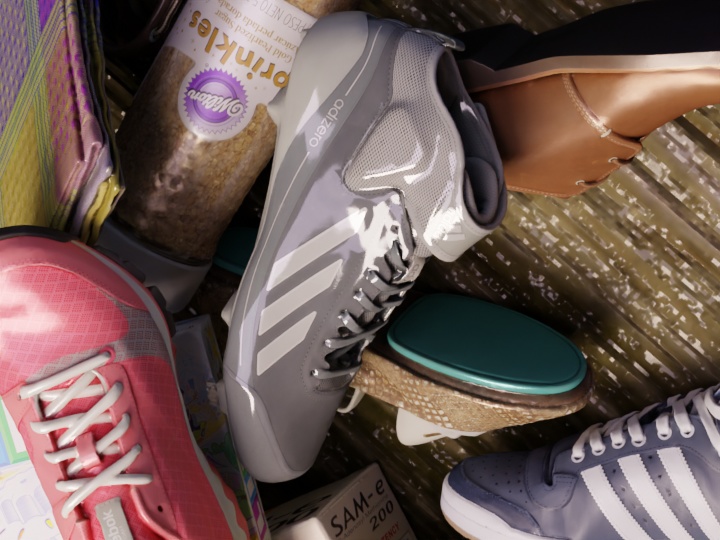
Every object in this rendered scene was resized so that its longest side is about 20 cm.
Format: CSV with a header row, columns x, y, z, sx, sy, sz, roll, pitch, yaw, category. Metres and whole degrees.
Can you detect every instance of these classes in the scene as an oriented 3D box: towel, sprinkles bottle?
x,y,z,sx,sy,sz,roll,pitch,yaw,category
-0.135,-0.083,0.815,0.144,0.023,0.201,124,142,-51,towel
-0.057,-0.080,0.820,0.068,0.068,0.201,35,105,11,sprinkles bottle

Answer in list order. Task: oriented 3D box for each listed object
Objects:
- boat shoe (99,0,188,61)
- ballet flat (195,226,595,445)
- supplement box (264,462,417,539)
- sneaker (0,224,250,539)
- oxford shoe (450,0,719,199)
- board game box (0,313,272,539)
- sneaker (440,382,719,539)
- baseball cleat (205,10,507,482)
x,y,z,sx,sy,sz,roll,pitch,yaw,category
-0.076,-0.184,0.812,0.074,0.075,0.204,18,113,19,boat shoe
0.012,0.039,0.854,0.199,0.070,0.066,22,124,27,ballet flat
-0.008,0.210,0.910,0.125,0.073,0.201,-27,94,29,supplement box
-0.094,0.073,0.750,0.073,0.087,0.201,-23,115,6,sneaker
0.099,-0.067,0.777,0.199,0.071,0.072,-5,109,38,oxford shoe
-0.145,0.110,0.842,0.198,0.034,0.136,-15,98,5,board game box
0.131,0.071,0.801,0.198,0.070,0.109,6,111,19,sneaker
0.000,0.000,0.770,0.106,0.070,0.202,16,107,29,baseball cleat
